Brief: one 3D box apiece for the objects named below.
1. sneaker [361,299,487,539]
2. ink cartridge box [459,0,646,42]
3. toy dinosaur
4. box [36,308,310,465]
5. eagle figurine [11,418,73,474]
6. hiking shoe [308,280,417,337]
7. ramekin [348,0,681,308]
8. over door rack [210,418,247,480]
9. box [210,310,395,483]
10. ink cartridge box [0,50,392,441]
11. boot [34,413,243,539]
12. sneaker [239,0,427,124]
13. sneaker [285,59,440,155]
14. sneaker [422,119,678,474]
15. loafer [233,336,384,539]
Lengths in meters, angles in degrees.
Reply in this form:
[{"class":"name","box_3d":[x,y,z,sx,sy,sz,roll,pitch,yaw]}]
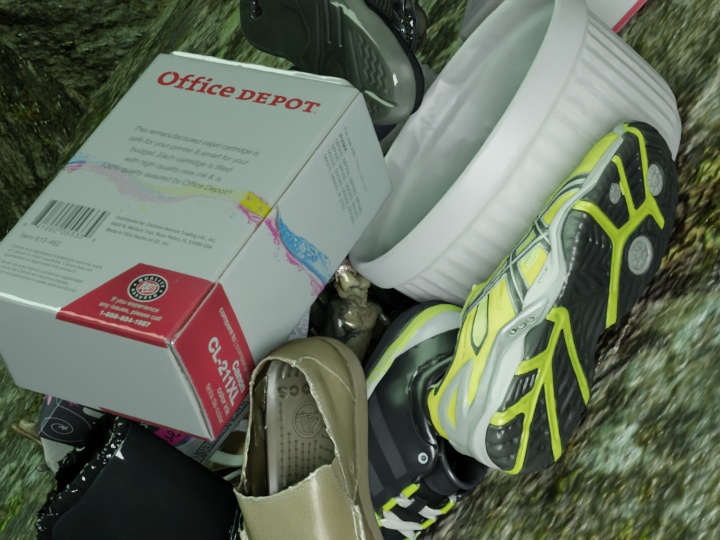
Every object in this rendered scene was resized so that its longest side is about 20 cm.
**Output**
[{"class":"sneaker","box_3d":[0.021,0.108,1.225,0.083,0.072,0.200,28,96,53]},{"class":"ink cartridge box","box_3d":[0.150,-0.231,1.551,0.147,0.083,0.200,-48,15,32]},{"class":"toy dinosaur","box_3d":[-0.003,0.067,1.380,0.047,0.088,0.200,-22,-30,-29]},{"class":"box","box_3d":[-0.116,0.024,1.439,0.200,0.115,0.132,128,154,-51]},{"class":"eagle figurine","box_3d":[-0.159,0.064,1.640,0.200,0.152,0.151,-52,57,12]},{"class":"hiking shoe","box_3d":[0.000,0.000,1.515,0.200,0.076,0.101,-52,32,-10]},{"class":"ramekin","box_3d":[0.092,-0.056,1.294,0.200,0.105,0.200,-52,14,18]},{"class":"over door rack","box_3d":[-0.138,0.195,1.554,0.200,0.067,0.148,-48,16,52]},{"class":"box","box_3d":[-0.026,0.057,1.620,0.200,0.021,0.163,-61,16,-20]},{"class":"ink cartridge box","box_3d":[-0.095,-0.018,1.259,0.146,0.083,0.200,13,51,32]},{"class":"boot","box_3d":[-0.086,0.134,1.347,0.198,0.162,0.073,-47,17,34]},{"class":"sneaker","box_3d":[0.011,-0.149,1.426,0.199,0.114,0.076,-141,48,-57]},{"class":"sneaker","box_3d":[-0.033,-0.072,1.512,0.199,0.080,0.130,-16,-35,-37]},{"class":"sneaker","box_3d":[0.093,0.005,1.165,0.076,0.075,0.200,12,64,46]},{"class":"loafer","box_3d":[-0.031,0.130,1.184,0.076,0.067,0.200,-17,72,27]}]
